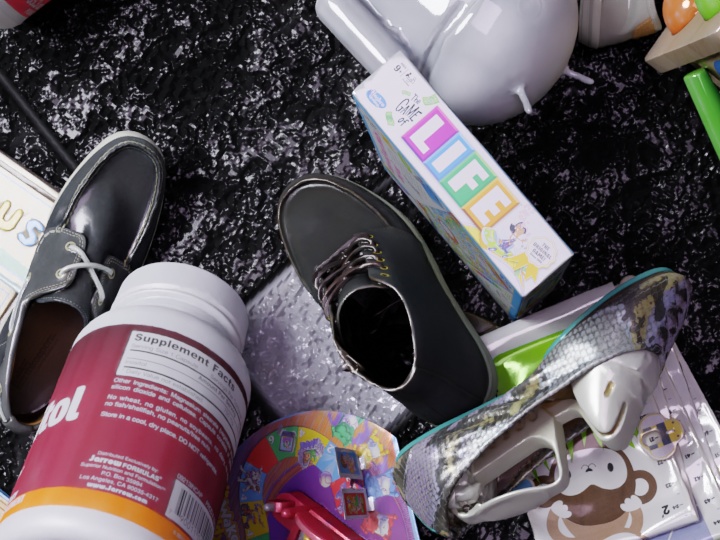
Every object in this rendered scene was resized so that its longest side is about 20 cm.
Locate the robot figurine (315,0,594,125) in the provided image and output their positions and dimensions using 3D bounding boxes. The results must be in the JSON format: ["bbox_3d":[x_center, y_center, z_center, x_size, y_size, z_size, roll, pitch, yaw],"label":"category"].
[{"bbox_3d":[0.051,-0.167,0.753,0.169,0.113,0.200,-34,68,-31],"label":"robot figurine"}]

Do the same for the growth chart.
[{"bbox_3d":[0.143,0.103,0.710,0.144,0.018,0.201,-31,66,6],"label":"growth chart"}]

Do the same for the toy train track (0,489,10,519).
[{"bbox_3d":[-0.254,0.146,0.800,0.199,0.033,0.115,35,88,7],"label":"toy train track"}]

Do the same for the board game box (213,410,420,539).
[{"bbox_3d":[-0.038,0.184,0.730,0.157,0.039,0.202,-22,71,28],"label":"board game box"}]

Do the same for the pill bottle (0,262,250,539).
[{"bbox_3d":[-0.126,0.096,0.713,0.112,0.114,0.201,6,45,6],"label":"pill bottle"}]

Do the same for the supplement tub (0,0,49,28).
[{"bbox_3d":[-0.194,-0.263,0.782,0.199,0.140,0.141,-37,82,1],"label":"supplement tub"}]

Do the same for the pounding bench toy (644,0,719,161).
[{"bbox_3d":[0.241,-0.111,0.713,0.155,0.124,0.201,36,89,-6],"label":"pounding bench toy"}]

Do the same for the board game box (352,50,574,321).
[{"bbox_3d":[0.059,-0.038,0.703,0.034,0.200,0.135,-40,82,1],"label":"board game box"}]

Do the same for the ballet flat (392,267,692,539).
[{"bbox_3d":[0.110,0.082,0.678,0.200,0.072,0.072,-37,82,9],"label":"ballet flat"}]

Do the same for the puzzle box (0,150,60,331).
[{"bbox_3d":[-0.292,-0.037,0.826,0.199,0.025,0.134,33,87,8],"label":"puzzle box"}]

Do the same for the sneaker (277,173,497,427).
[{"bbox_3d":[0.000,0.000,0.730,0.075,0.106,0.200,-44,60,7],"label":"sneaker"}]

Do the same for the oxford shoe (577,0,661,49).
[{"bbox_3d":[0.177,-0.237,0.776,0.057,0.075,0.202,9,92,13],"label":"oxford shoe"}]

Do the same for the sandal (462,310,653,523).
[{"bbox_3d":[0.113,0.090,0.763,0.199,0.055,0.082,26,81,22],"label":"sandal"}]

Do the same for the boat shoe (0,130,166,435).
[{"bbox_3d":[-0.174,0.008,0.780,0.071,0.068,0.201,28,88,-24],"label":"boat shoe"}]
